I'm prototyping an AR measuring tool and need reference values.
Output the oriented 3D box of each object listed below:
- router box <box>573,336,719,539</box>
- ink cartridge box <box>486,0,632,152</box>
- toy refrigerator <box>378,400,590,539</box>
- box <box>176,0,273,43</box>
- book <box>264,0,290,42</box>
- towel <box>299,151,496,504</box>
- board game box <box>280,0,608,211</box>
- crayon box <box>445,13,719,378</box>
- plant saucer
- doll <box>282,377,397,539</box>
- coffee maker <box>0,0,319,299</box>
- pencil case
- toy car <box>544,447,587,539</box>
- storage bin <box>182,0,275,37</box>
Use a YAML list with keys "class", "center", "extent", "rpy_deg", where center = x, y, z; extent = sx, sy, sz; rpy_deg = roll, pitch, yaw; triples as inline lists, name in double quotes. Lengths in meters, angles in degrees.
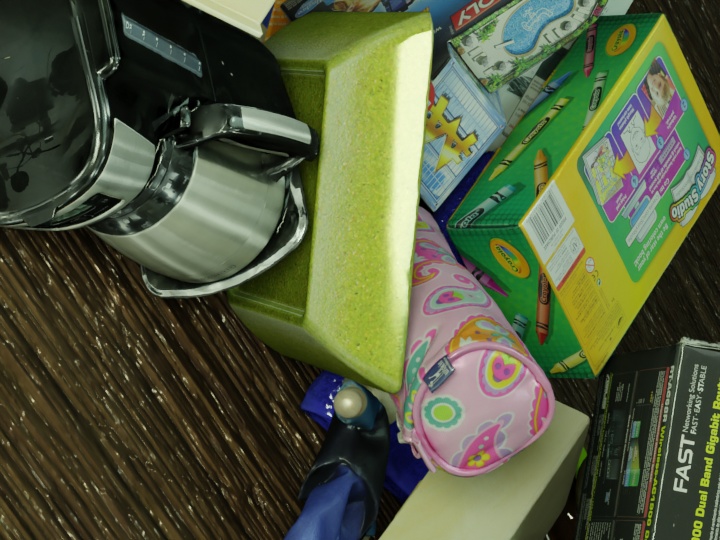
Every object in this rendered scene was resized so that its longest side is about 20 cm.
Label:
- class: "router box"
  center: [0.172, 0.144, 1.535]
  extent: [0.150, 0.062, 0.202]
  rpy_deg: [159, -59, -78]
- class: "ink cartridge box"
  center: [0.066, -0.146, 1.693]
  extent: [0.201, 0.146, 0.083]
  rpy_deg: [-58, 145, -2]
- class: "toy refrigerator"
  center: [0.058, 0.152, 1.546]
  extent: [0.200, 0.070, 0.076]
  rpy_deg: [-49, 158, -47]
- class: "box"
  center: [-0.085, -0.234, 1.593]
  extent: [0.121, 0.032, 0.201]
  rpy_deg: [47, 35, -31]
- class: "book"
  center: [-0.085, -0.162, 1.613]
  extent: [0.133, 0.048, 0.201]
  rpy_deg: [-6, 77, -64]
- class: "towel"
  center: [0.064, 0.043, 1.636]
  extent: [0.201, 0.049, 0.148]
  rpy_deg: [-56, 137, -9]
- class: "board game box"
  center: [0.057, -0.135, 1.543]
  extent: [0.062, 0.199, 0.200]
  rpy_deg: [48, 19, -33]
- class: "crayon box"
  center: [0.140, -0.046, 1.612]
  extent: [0.200, 0.058, 0.119]
  rpy_deg: [-54, 128, -35]
- class: "plant saucer"
  center: [-0.026, -0.044, 1.482]
  extent: [0.048, 0.200, 0.202]
  rpy_deg: [4, 93, -21]
- class: "doll"
  center: [-0.011, 0.120, 1.495]
  extent: [0.200, 0.048, 0.137]
  rpy_deg: [-64, 159, -48]
- class: "coffee maker"
  center: [-0.135, -0.093, 1.379]
  extent: [0.193, 0.135, 0.200]
  rpy_deg: [54, 14, 27]
- class: "pencil case"
  center: [0.036, 0.035, 1.480]
  extent: [0.088, 0.087, 0.200]
  rpy_deg: [55, 2, -32]
- class: "toy car"
  center: [0.183, 0.167, 1.757]
  extent: [0.159, 0.199, 0.164]
  rpy_deg: [68, 24, -7]
- class: "storage bin"
  center: [-0.135, -0.226, 1.327]
  extent: [0.198, 0.094, 0.200]
  rpy_deg: [24, 14, -38]
